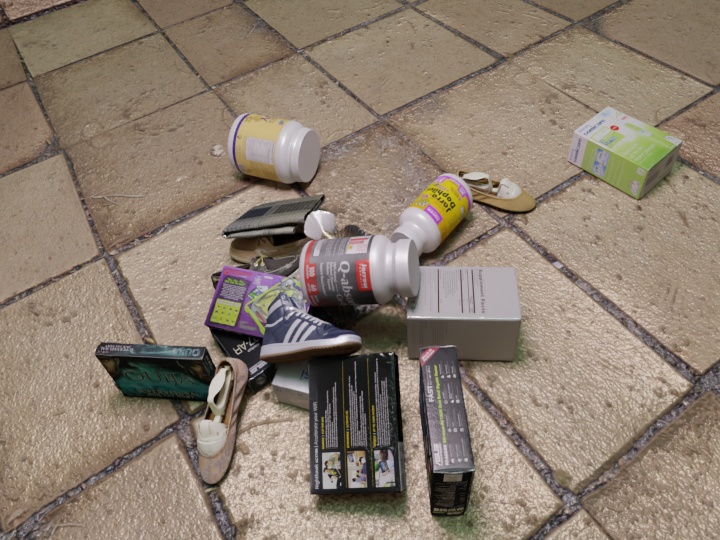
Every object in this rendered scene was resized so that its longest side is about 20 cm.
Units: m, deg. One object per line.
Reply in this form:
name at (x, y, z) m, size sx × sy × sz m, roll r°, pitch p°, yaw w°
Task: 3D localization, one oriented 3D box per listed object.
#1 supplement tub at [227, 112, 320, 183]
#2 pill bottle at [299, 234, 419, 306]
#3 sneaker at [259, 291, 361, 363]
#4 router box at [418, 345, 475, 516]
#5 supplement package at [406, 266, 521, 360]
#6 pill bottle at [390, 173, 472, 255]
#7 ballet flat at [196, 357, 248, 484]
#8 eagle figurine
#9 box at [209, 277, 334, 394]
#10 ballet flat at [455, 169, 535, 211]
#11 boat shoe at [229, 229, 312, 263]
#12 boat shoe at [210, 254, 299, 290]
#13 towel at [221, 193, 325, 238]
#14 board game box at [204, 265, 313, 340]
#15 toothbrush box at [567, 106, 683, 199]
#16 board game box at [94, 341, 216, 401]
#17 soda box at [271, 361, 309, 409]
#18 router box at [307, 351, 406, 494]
supplement tub at (-0.210, -0.297, 1.378) m, size 0.193 × 0.148 × 0.148 m, roll 14°, pitch 51°, yaw 18°
pill bottle at (0.000, 0.000, 0.979) m, size 0.193 × 0.118 × 0.118 m, roll -4°, pitch 46°, yaw 19°
sneaker at (-0.085, 0.089, 0.937) m, size 0.194 × 0.070 × 0.112 m, roll -11°, pitch 65°, yaw 29°
router box at (0.126, 0.243, 0.860) m, size 0.060 × 0.153 × 0.205 m, roll -4°, pitch 47°, yaw 3°
supplement package at (0.182, 0.077, 1.019) m, size 0.192 × 0.124 × 0.122 m, roll 1°, pitch 47°, yaw 7°
pill bottle at (0.150, -0.111, 1.200) m, size 0.102 × 0.106 × 0.200 m, roll 28°, pitch 57°, yaw 28°
ballet flat at (-0.238, 0.241, 0.932) m, size 0.066 × 0.068 × 0.207 m, roll -2°, pitch 62°, yaw 17°
eagle figurine at (-0.033, -0.016, 1.117) m, size 0.146 × 0.157 × 0.200 m, roll 4°, pitch 25°, yaw -27°
box at (-0.168, 0.114, 1.080) m, size 0.197 × 0.044 × 0.160 m, roll -33°, pitch 53°, yaw -21°
ballet flat at (0.301, -0.183, 1.273) m, size 0.193 × 0.064 × 0.070 m, roll 14°, pitch 51°, yaw 18°
boat shoe at (-0.195, -0.061, 1.222) m, size 0.192 × 0.066 × 0.074 m, roll 1°, pitch 48°, yaw 7°
boat shoe at (-0.209, 0.006, 1.126) m, size 0.195 × 0.062 × 0.072 m, roll -20°, pitch 21°, yaw 13°
towel at (-0.181, -0.117, 1.235) m, size 0.193 × 0.036 × 0.193 m, roll -8°, pitch 20°, yaw 15°
board game box at (-0.185, 0.066, 1.051) m, size 0.193 × 0.032 × 0.124 m, roll 10°, pitch 73°, yaw 15°
toothbrush box at (0.609, -0.277, 1.307) m, size 0.144 × 0.088 × 0.199 m, roll -32°, pitch 51°, yaw -21°
board game box at (-0.344, 0.179, 0.982) m, size 0.192 × 0.138 × 0.029 m, roll 1°, pitch 47°, yaw 8°
soda box at (-0.051, 0.205, 0.972) m, size 0.193 × 0.065 × 0.070 m, roll 10°, pitch 52°, yaw 15°
router box at (-0.007, 0.238, 0.881) m, size 0.143 × 0.051 × 0.208 m, roll -6°, pitch 73°, yaw 13°
